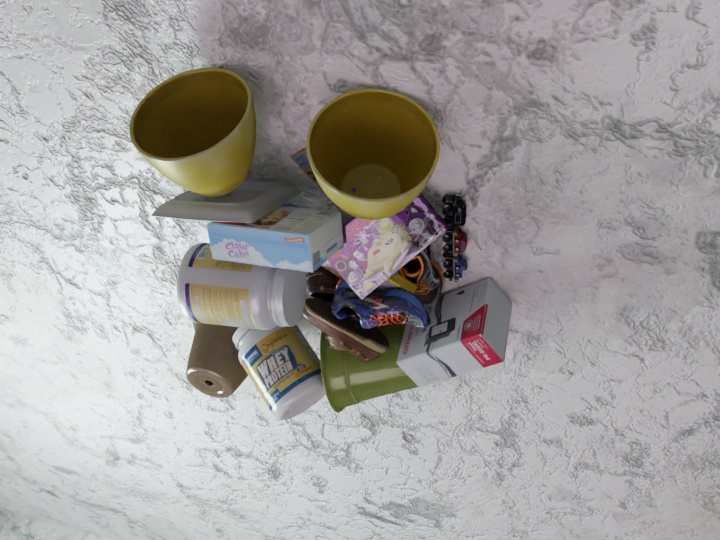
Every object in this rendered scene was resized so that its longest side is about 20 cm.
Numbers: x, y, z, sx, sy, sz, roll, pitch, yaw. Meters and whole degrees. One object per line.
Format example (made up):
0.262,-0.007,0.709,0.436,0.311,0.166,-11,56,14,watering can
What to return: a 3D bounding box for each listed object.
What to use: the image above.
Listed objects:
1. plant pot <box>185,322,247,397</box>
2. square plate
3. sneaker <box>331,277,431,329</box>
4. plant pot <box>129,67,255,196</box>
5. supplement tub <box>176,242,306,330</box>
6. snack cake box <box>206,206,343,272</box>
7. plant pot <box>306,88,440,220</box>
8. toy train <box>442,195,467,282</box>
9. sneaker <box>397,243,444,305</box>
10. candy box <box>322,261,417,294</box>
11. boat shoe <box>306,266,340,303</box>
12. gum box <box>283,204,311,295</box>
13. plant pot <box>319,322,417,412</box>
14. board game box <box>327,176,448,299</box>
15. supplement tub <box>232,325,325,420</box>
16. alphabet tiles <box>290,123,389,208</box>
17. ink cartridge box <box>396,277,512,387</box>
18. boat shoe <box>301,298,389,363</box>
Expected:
-0.306,0.186,1.742,0.198,0.176,0.201,12,141,10,plant pot
-0.230,-0.127,1.350,0.196,0.200,0.029,4,112,20,square plate
0.034,0.075,1.389,0.198,0.079,0.076,12,148,29,sneaker
-0.249,-0.206,1.251,0.198,0.201,0.142,6,148,18,plant pot
-0.209,0.029,1.377,0.198,0.146,0.146,5,138,15,supplement tub
-0.142,-0.058,1.296,0.198,0.115,0.068,8,117,25,snack cake box
0.018,-0.157,1.204,0.198,0.202,0.142,16,155,7,plant pot
0.167,-0.054,1.365,0.045,0.034,0.201,0,137,6,toy train
0.101,0.002,1.422,0.078,0.078,0.201,0,138,22,sneaker
0.000,0.000,1.409,0.199,0.027,0.102,33,154,-6,candy box
-0.026,0.053,1.505,0.199,0.071,0.070,23,134,-33,boat shoe
-0.138,-0.043,1.505,0.168,0.045,0.201,16,140,6,gum box
0.035,0.185,1.596,0.188,0.201,0.201,-7,135,13,plant pot
0.038,-0.056,1.323,0.200,0.032,0.120,-40,93,18,board game box
-0.166,0.194,1.616,0.201,0.144,0.145,54,145,18,supplement tub
-0.001,-0.158,1.341,0.166,0.008,0.200,-21,125,39,alphabet tiles
0.176,0.119,1.457,0.199,0.146,0.083,-24,124,36,ink cartridge box
-0.036,0.120,1.456,0.199,0.072,0.068,31,112,-30,boat shoe
